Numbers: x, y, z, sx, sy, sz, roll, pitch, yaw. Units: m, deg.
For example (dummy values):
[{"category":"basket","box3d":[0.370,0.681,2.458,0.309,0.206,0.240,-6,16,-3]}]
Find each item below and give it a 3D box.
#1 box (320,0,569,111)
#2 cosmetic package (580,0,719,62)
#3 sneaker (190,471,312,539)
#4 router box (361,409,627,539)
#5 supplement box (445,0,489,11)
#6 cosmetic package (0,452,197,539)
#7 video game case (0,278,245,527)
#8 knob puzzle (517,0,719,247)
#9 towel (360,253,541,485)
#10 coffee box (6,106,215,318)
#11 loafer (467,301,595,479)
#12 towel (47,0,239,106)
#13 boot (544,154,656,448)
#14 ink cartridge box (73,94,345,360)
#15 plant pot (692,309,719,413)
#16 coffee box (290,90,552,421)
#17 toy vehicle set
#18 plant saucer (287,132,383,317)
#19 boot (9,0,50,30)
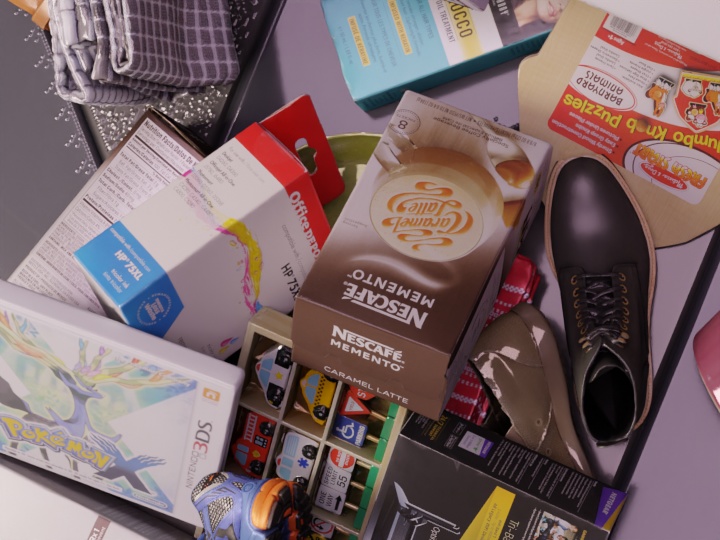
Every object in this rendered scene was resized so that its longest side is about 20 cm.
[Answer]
[{"category":"box","box3d":[0.079,-0.189,1.585,0.200,0.049,0.083,-20,83,7]},{"category":"cosmetic package","box3d":[0.235,-0.259,1.478,0.200,0.199,0.123,25,134,9]},{"category":"sneaker","box3d":[-0.078,0.211,1.533,0.078,0.075,0.200,22,133,23]},{"category":"router box","box3d":[0.078,0.209,1.506,0.157,0.052,0.200,25,122,10]},{"category":"supplement box","box3d":[0.029,-0.260,1.539,0.200,0.061,0.109,26,90,47]},{"category":"cosmetic package","box3d":[-0.231,0.204,1.588,0.200,0.090,0.107,23,93,7]},{"category":"video game case","box3d":[-0.186,0.092,1.502,0.200,0.183,0.022,20,51,4]},{"category":"knob puzzle","box3d":[0.202,-0.104,1.557,0.219,0.030,0.220,1,106,5]},{"category":"towel","box3d":[0.029,0.062,1.558,0.144,0.022,0.200,22,89,10]},{"category":"coffee box","box3d":[-0.175,-0.013,1.581,0.080,0.113,0.200,40,92,9]},{"category":"loafer","box3d":[0.119,0.123,1.524,0.067,0.076,0.201,-17,98,-8]},{"category":"towel","box3d":[-0.155,-0.214,1.497,0.085,0.166,0.201,-7,89,17]},{"category":"boot","box3d":[0.169,0.020,1.497,0.077,0.138,0.201,-12,92,9]},{"category":"ink cartridge box","box3d":[-0.086,-0.018,1.506,0.200,0.116,0.067,-37,52,-11]},{"category":"plant pot","box3d":[0.333,0.050,1.465,0.179,0.200,0.200,-34,81,20]},{"category":"coffee box","box3d":[0.043,-0.013,1.484,0.114,0.080,0.200,20,55,9]},{"category":"toy vehicle set","box3d":[-0.039,0.134,1.538,0.124,0.027,0.200,23,123,11]},{"category":"plant saucer","box3d":[0.000,0.000,1.593,0.199,0.031,0.201,-1,85,8]},{"category":"boot","box3d":[-0.167,-0.248,1.620,0.155,0.074,0.200,31,89,14]}]
